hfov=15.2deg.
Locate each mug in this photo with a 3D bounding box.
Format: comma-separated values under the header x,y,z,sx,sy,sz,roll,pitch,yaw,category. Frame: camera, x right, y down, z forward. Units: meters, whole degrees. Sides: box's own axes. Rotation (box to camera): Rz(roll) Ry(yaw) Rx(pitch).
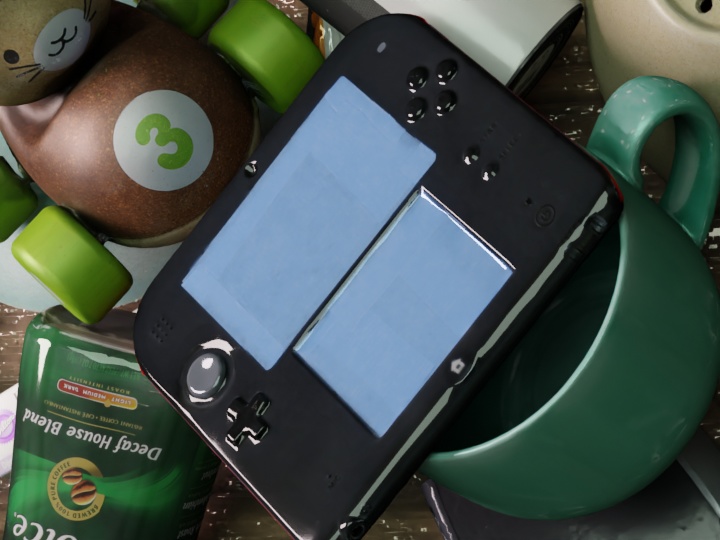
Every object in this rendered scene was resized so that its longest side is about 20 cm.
x,y,z,sx,sy,sz,roll,pitch,yaw,category
0.093,0.024,1.162,0.185,0.114,0.152,-28,51,25,mug

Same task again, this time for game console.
x,y,z,sx,sy,sz,roll,pitch,yaw,category
0.000,0.000,1.150,0.200,0.031,0.177,-52,44,6,game console

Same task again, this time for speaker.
x,y,z,sx,sy,sz,roll,pitch,yaw,category
0.001,-0.151,1.240,0.200,0.081,0.081,39,95,7,speaker

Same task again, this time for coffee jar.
x,y,z,sx,sy,sz,roll,pitch,yaw,category
-0.122,0.123,1.273,0.104,0.085,0.200,13,100,10,coffee jar

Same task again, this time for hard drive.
x,y,z,sx,sy,sz,roll,pitch,yaw,category
0.122,0.143,1.221,0.135,0.042,0.200,-38,70,11,hard drive

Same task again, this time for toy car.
x,y,z,sx,sy,sz,roll,pitch,yaw,category
-0.142,-0.107,1.209,0.164,0.200,0.158,-47,50,-7,toy car

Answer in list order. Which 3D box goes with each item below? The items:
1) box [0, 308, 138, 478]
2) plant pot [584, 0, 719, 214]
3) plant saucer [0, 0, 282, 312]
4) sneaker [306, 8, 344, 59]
x,y,z,sx,sy,sz,roll,pitch,yaw,category
-0.097,0.038,1.326,0.200,0.041,0.039,-31,71,12,box
0.184,-0.128,1.197,0.200,0.134,0.200,-4,80,20,plant pot
-0.139,-0.078,1.339,0.201,0.039,0.201,-6,66,13,plant saucer
0.025,-0.080,1.294,0.092,0.076,0.200,-5,69,-7,sneaker
